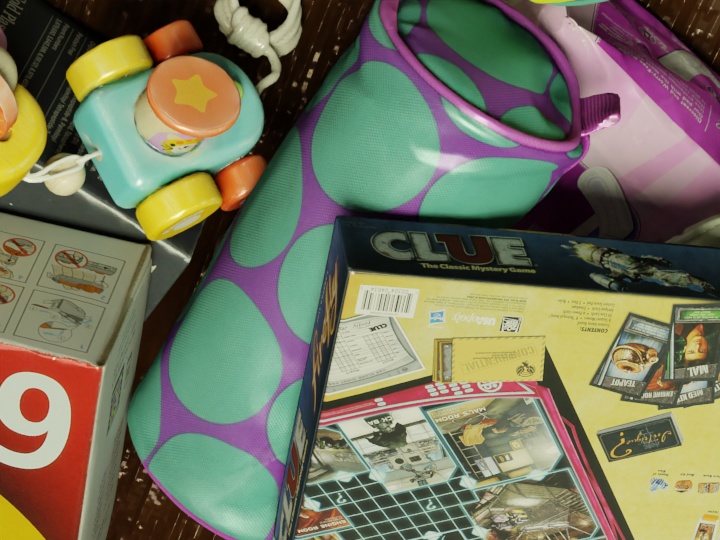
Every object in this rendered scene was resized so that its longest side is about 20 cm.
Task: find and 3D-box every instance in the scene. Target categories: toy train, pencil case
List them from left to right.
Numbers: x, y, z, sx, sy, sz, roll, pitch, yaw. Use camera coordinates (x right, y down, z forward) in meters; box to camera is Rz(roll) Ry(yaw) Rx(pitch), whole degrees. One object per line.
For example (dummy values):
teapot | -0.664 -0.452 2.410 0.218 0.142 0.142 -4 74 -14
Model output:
toy train | -0.107 -0.094 0.906 0.200 0.151 0.056 17 155 -18
pencil case | 0.000 0.000 0.901 0.092 0.085 0.200 27 120 -10

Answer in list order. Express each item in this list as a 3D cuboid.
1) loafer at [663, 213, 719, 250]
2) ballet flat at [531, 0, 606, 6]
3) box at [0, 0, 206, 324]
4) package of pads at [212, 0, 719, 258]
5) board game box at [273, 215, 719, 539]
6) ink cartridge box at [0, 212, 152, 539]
loafer | 0.107 0.055 0.938 0.070 0.070 0.200 -2 143 -27
ballet flat | 0.122 -0.144 0.811 0.200 0.067 0.067 -18 144 26
box | -0.178 -0.012 1.001 0.182 0.104 0.200 32 121 -11
package of pads | 0.047 -0.017 0.974 0.120 0.076 0.200 42 119 -17
board game box | 0.079 0.054 0.872 0.199 0.035 0.136 5 122 -12
ink cartridge box | -0.188 0.061 0.936 0.199 0.084 0.176 12 123 2
